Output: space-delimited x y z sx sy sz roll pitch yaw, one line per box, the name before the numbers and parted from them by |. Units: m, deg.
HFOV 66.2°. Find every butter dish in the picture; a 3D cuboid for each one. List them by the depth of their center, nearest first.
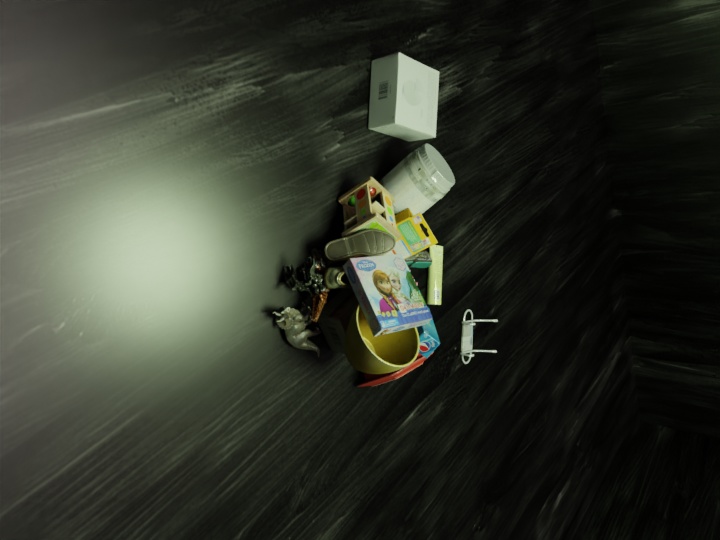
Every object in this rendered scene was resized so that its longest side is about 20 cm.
butter dish | 0.084 0.244 1.659 0.196 0.198 0.152 -18 82 -43

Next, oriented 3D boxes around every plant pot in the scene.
plant pot | 0.035 0.187 1.431 0.196 0.142 0.204 23 45 -24

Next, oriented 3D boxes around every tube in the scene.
tube | 0.256 0.015 1.894 0.058 0.050 0.207 48 45 -85

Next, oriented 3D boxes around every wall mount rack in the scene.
wall mount rack | 0.442 0.251 2.077 0.171 0.073 0.207 -2 95 -46

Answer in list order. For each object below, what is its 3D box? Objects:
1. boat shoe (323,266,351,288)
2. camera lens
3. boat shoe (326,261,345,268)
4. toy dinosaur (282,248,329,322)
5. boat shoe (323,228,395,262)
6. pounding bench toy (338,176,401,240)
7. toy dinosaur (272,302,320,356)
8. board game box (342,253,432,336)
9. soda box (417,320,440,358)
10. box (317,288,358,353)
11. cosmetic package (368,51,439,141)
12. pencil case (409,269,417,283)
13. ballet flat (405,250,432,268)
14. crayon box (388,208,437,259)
boat shoe | -0.009 0.018 1.474 0.197 0.062 0.076 -12 101 -46
camera lens | 0.163 -0.256 1.648 0.159 0.199 0.162 37 31 -27
boat shoe | 0.001 -0.001 1.568 0.194 0.074 0.068 -3 69 -28
toy dinosaur | -0.117 0.029 1.450 0.101 0.203 0.135 -38 140 16
boat shoe | -0.004 -0.065 1.486 0.193 0.068 0.074 -6 81 -7
pounding bench toy | -0.005 -0.141 1.567 0.123 0.197 0.160 32 39 -43
toy dinosaur | -0.167 0.153 1.461 0.101 0.077 0.204 -32 127 -20
board game box | 0.072 0.057 1.426 0.196 0.041 0.203 -6 63 -44
soda box | 0.178 0.167 1.643 0.067 0.201 0.065 35 110 -18
box | -0.013 0.125 1.576 0.200 0.107 0.130 -43 121 -34
cosmetic package | 0.132 -0.517 1.670 0.196 0.121 0.207 3 91 -44
pencil case | 0.120 0.031 1.657 0.200 0.091 0.094 25 80 -79
ballet flat | 0.154 -0.041 1.778 0.197 0.071 0.075 -3 95 -46
crayon box | 0.115 -0.097 1.638 0.127 0.196 0.052 52 22 -33
